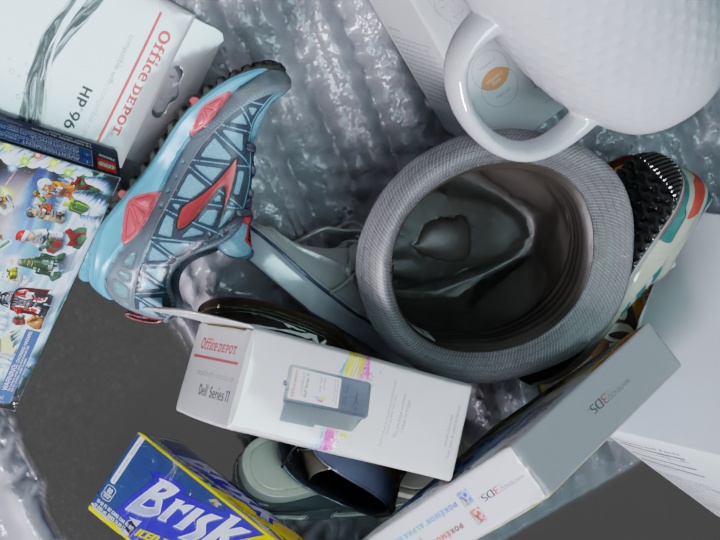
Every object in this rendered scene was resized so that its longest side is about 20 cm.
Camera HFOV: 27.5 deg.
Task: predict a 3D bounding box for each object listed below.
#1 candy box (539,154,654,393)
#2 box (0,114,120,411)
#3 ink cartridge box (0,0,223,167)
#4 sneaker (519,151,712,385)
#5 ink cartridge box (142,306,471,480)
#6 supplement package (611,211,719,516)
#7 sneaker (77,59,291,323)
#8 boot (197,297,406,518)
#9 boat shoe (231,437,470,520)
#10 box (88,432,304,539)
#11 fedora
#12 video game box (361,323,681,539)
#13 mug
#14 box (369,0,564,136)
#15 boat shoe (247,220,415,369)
[{"bbox_3d":[0.192,0.022,1.160,0.115,0.055,0.200,-17,110,-16],"label":"candy box"},{"bbox_3d":[-0.255,-0.008,0.953,0.137,0.040,0.200,17,118,-23],"label":"box"},{"bbox_3d":[-0.189,-0.147,0.961,0.200,0.068,0.116,25,96,-25],"label":"ink cartridge box"},{"bbox_3d":[0.190,0.007,1.086,0.093,0.070,0.200,12,117,-49],"label":"sneaker"},{"bbox_3d":[-0.044,0.079,0.961,0.200,0.117,0.067,17,84,-22],"label":"ink cartridge box"},{"bbox_3d":[0.321,0.086,1.128,0.200,0.147,0.192,35,72,-41],"label":"supplement package"},{"bbox_3d":[-0.100,-0.050,1.003,0.095,0.079,0.200,39,98,4],"label":"sneaker"},{"bbox_3d":[-0.037,0.098,1.053,0.200,0.075,0.097,29,52,-21],"label":"boot"},{"bbox_3d":[-0.007,0.155,1.129,0.200,0.073,0.062,-1,148,-28],"label":"boat shoe"},{"bbox_3d":[-0.090,0.197,1.028,0.070,0.200,0.064,-56,159,1],"label":"box"},{"bbox_3d":[0.081,-0.017,1.024,0.200,0.090,0.177,-11,109,-19],"label":"fedora"},{"bbox_3d":[0.110,0.131,1.027,0.047,0.182,0.200,54,42,3],"label":"video game box"},{"bbox_3d":[0.138,-0.159,0.935,0.200,0.148,0.175,-46,123,-3],"label":"mug"},{"bbox_3d":[0.080,-0.203,1.033,0.124,0.097,0.200,-36,114,-8],"label":"box"},{"bbox_3d":[0.003,0.002,1.072,0.202,0.075,0.086,33,91,-28],"label":"boat shoe"}]
